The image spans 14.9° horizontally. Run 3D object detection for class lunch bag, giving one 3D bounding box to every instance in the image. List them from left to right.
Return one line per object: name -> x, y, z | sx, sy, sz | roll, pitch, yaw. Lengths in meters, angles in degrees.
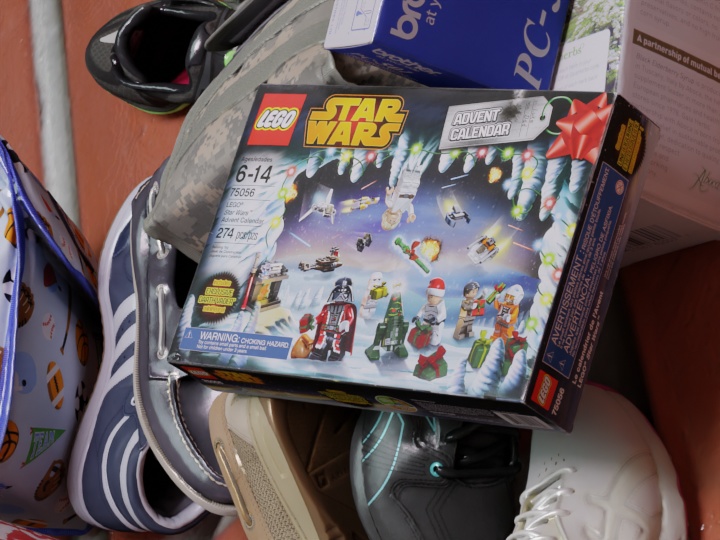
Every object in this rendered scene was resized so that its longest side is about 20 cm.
lunch bag -> -0.205, 0.034, 1.554 | 0.124, 0.170, 0.200 | 0, 69, 13
lunch bag -> -0.003, -0.100, 1.370 | 0.164, 0.118, 0.200 | -36, 26, 42

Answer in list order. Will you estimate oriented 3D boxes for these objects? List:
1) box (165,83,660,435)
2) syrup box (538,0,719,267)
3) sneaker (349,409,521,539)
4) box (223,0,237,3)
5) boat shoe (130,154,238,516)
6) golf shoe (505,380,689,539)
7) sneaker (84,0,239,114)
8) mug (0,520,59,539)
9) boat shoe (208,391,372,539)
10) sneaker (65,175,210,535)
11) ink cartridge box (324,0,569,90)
box -> 0.019, -0.009, 1.168 | 0.200, 0.040, 0.137 | 4, 69, 40
syrup box -> 0.122, -0.112, 1.226 | 0.079, 0.081, 0.200 | -17, 59, 51
sneaker -> 0.037, 0.054, 1.213 | 0.079, 0.075, 0.200 | -26, 73, 54
box -> -0.053, -0.242, 1.557 | 0.200, 0.095, 0.078 | -33, 46, 43
boat shoe -> -0.082, 0.029, 1.432 | 0.063, 0.072, 0.200 | 111, 151, -57
golf shoe -> 0.088, 0.124, 1.143 | 0.075, 0.091, 0.200 | -44, 39, 38
sneaker -> -0.110, -0.132, 1.594 | 0.200, 0.084, 0.077 | 7, 79, 58
mug -> -0.202, 0.193, 1.450 | 0.177, 0.200, 0.134 | 21, 91, 58
boat shoe -> -0.009, 0.139, 1.244 | 0.064, 0.071, 0.200 | -23, 86, 45
sneaker -> -0.100, 0.048, 1.493 | 0.108, 0.070, 0.200 | 8, 86, 62
ink cartridge box -> 0.055, -0.177, 1.197 | 0.044, 0.094, 0.200 | 1, 76, 59
